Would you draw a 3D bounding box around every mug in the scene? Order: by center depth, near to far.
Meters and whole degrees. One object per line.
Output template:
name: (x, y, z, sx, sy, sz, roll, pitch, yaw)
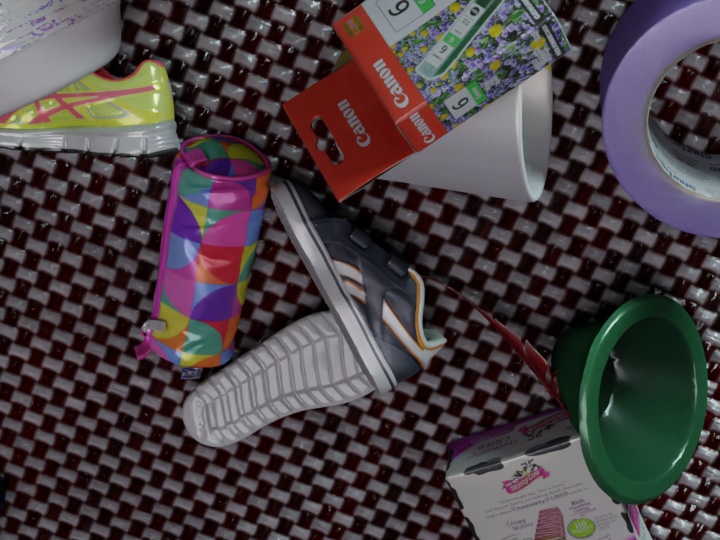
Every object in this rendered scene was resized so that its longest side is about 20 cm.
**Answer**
mug: (0.064, -0.144, 1.387, 0.153, 0.187, 0.149, 1, 151, 16)

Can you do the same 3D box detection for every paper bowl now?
paper bowl: (-0.259, -0.180, 1.339, 0.201, 0.201, 0.104, -20, 104, 16)

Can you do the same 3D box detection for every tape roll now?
tape roll: (0.284, -0.131, 1.379, 0.200, 0.085, 0.200, 3, 119, 6)

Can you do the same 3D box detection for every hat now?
hat: (0.175, 0.086, 1.531, 0.176, 0.166, 0.200, 8, 112, 46)

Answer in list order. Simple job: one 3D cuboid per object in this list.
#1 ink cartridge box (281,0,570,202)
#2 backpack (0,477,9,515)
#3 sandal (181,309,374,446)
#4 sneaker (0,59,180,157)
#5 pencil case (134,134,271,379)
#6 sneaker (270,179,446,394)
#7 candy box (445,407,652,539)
ink cartridge box: (0.037, -0.150, 1.291, 0.200, 0.109, 0.050, -34, 148, 5)
backpack: (-0.421, 0.263, 1.603, 0.162, 0.200, 0.168, 21, 118, -6)
sandal: (-0.060, 0.085, 1.555, 0.203, 0.050, 0.082, -21, 99, 4)
sneaker: (-0.239, -0.138, 1.447, 0.200, 0.078, 0.090, 3, 95, 9)
pencil case: (-0.129, -0.011, 1.488, 0.088, 0.088, 0.200, 14, 116, -1)
sneaker: (0.000, 0.000, 1.483, 0.079, 0.078, 0.200, -31, 110, -4)
candy box: (0.175, 0.225, 1.596, 0.136, 0.061, 0.200, -18, 115, 16)
